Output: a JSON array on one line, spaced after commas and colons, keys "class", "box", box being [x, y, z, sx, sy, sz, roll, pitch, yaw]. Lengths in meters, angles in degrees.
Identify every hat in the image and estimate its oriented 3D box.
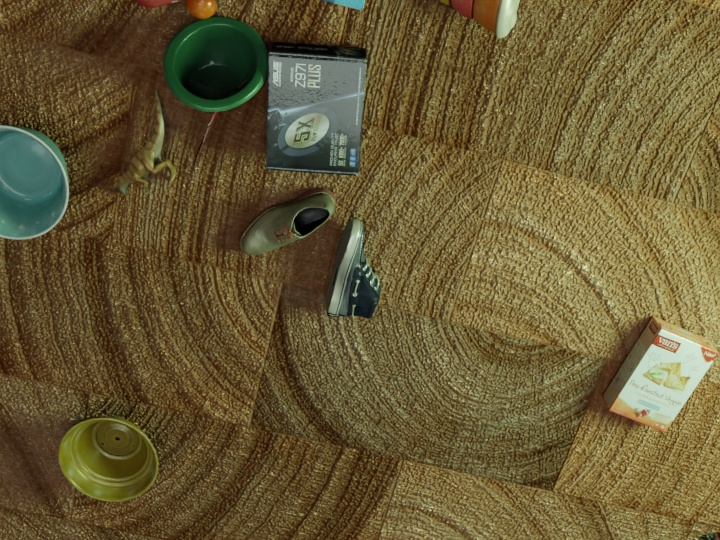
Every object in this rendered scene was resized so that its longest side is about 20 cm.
[{"class": "hat", "box": [-0.252, -0.306, 1.521, 0.199, 0.176, 0.166, -36, 80, -14]}]

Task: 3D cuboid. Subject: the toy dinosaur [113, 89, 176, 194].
[{"class": "toy dinosaur", "box": [-0.366, -0.197, 1.552, 0.106, 0.061, 0.201, 33, 110, -13]}]

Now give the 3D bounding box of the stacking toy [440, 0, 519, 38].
[{"class": "stacking toy", "box": [0.159, -0.460, 1.411, 0.197, 0.146, 0.148, 15, 115, 11]}]

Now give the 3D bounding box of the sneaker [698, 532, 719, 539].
[{"class": "sneaker", "box": [0.827, 0.590, 1.913, 0.199, 0.071, 0.098, -33, 110, 16]}]

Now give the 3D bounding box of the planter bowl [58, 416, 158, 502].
[{"class": "planter bowl", "box": [-0.498, 0.360, 1.795, 0.197, 0.084, 0.203, 0, 115, 1]}]

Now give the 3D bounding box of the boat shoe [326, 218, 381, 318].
[{"class": "boat shoe", "box": [0.000, 0.000, 1.644, 0.091, 0.075, 0.202, 9, 122, -12]}]

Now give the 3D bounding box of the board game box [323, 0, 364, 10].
[{"class": "board game box", "box": [-0.064, -0.452, 1.357, 0.149, 0.201, 0.047, 13, 115, -6]}]

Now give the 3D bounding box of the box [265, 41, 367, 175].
[{"class": "box", "box": [-0.075, -0.273, 1.503, 0.161, 0.086, 0.203, 4, 115, -2]}]

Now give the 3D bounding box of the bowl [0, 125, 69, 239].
[{"class": "bowl", "box": [-0.590, -0.167, 1.539, 0.198, 0.105, 0.203, 0, 116, 0]}]

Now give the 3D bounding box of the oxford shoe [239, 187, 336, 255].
[{"class": "oxford shoe", "box": [-0.135, -0.081, 1.597, 0.199, 0.075, 0.071, -31, 112, 14]}]

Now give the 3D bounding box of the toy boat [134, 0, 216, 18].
[{"class": "toy boat", "box": [-0.264, -0.459, 1.413, 0.197, 0.132, 0.131, -13, 144, 6]}]

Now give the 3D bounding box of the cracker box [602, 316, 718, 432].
[{"class": "cracker box", "box": [0.585, 0.205, 1.741, 0.132, 0.058, 0.202, 21, 112, -10]}]
